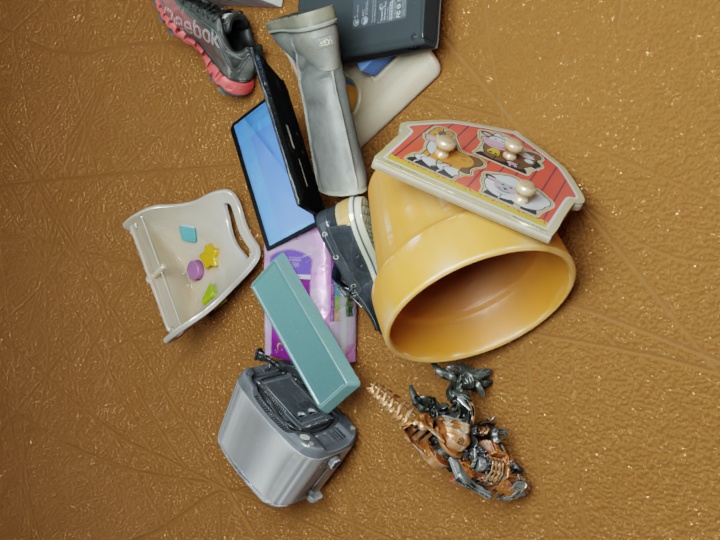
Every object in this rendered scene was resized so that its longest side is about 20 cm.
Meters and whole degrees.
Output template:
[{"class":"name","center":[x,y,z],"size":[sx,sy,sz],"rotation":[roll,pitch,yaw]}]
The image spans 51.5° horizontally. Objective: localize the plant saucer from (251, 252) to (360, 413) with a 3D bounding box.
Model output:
[{"class":"plant saucer","center":[-0.074,0.076,0.921],"size":[0.070,0.019,0.200],"rotation":[-45,66,30]}]

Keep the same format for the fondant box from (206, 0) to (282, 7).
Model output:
[{"class":"fondant box","center":[-0.188,-0.456,1.059],"size":[0.200,0.058,0.144],"rotation":[17,103,38]}]

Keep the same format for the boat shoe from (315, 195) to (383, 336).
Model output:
[{"class":"boat shoe","center":[0.000,0.000,0.871],"size":[0.062,0.200,0.075],"rotation":[-10,40,13]}]

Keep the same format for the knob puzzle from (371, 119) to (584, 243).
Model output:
[{"class":"knob puzzle","center":[0.130,-0.113,0.736],"size":[0.220,0.220,0.030],"rotation":[39,130,31]}]

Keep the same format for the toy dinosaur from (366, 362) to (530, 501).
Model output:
[{"class":"toy dinosaur","center":[0.100,0.169,0.801],"size":[0.102,0.136,0.200],"rotation":[-28,117,21]}]

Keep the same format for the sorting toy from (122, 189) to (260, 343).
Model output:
[{"class":"sorting toy","center":[-0.228,-0.023,1.091],"size":[0.180,0.107,0.200],"rotation":[-33,71,27]}]

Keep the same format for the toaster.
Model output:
[{"class":"toaster","center":[-0.109,0.213,0.991],"size":[0.200,0.114,0.129],"rotation":[41,118,28]}]

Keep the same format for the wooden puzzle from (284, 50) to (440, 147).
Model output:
[{"class":"wooden puzzle","center":[-0.015,-0.272,0.936],"size":[0.185,0.046,0.200],"rotation":[-38,69,33]}]

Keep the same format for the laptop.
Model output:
[{"class":"laptop","center":[-0.114,-0.129,0.869],"size":[0.103,0.200,0.177],"rotation":[-19,84,8]}]

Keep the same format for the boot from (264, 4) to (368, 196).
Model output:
[{"class":"boot","center":[-0.045,-0.193,0.854],"size":[0.182,0.073,0.200],"rotation":[-122,14,-68]}]

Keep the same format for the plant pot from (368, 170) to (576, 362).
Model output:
[{"class":"plant pot","center":[0.093,-0.033,0.782],"size":[0.200,0.200,0.183],"rotation":[-42,51,32]}]

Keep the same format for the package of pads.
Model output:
[{"class":"package of pads","center":[-0.066,0.021,0.972],"size":[0.120,0.076,0.200],"rotation":[3,94,41]}]

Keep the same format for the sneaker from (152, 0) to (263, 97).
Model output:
[{"class":"sneaker","center":[-0.208,-0.342,1.041],"size":[0.200,0.071,0.098],"rotation":[49,133,4]}]

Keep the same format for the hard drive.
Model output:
[{"class":"hard drive","center":[0.005,-0.317,0.873],"size":[0.200,0.033,0.140],"rotation":[4,91,41]}]
